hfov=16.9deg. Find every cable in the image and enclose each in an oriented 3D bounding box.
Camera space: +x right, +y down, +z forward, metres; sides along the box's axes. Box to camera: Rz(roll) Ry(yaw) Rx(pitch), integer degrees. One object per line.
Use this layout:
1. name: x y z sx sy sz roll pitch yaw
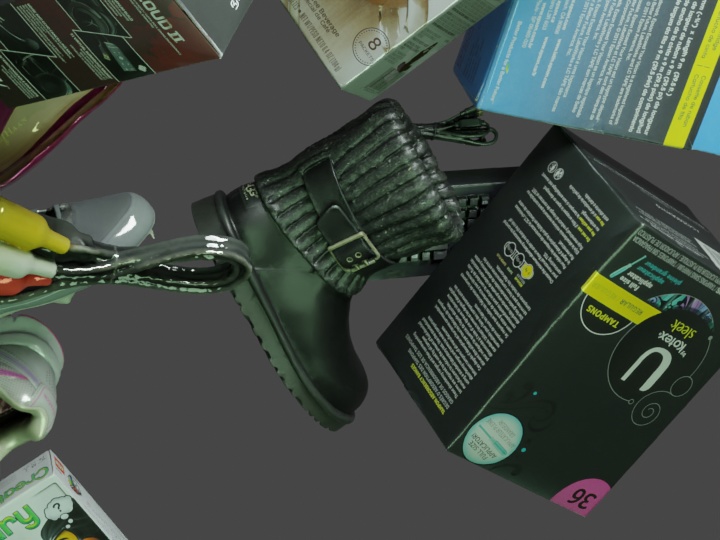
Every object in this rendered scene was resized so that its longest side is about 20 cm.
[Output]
1. cable: -0.170 0.003 1.500 0.199 0.050 0.097 14 132 -18

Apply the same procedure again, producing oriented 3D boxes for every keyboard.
1. keyboard: 0.027 -0.048 1.626 0.199 0.021 0.127 -6 120 -13

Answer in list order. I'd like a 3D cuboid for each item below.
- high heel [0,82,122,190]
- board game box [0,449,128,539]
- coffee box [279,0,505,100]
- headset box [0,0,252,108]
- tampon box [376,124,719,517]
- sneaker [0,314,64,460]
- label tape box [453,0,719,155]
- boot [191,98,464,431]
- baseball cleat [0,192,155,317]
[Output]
1. high heel: -0.167 -0.118 1.488 0.200 0.096 0.067 -40 121 9
2. board game box: -0.262 0.226 1.693 0.200 0.035 0.126 -33 121 5
3. coffee box: 0.046 -0.209 1.468 0.200 0.080 0.115 -37 80 11
4. headset box: -0.125 -0.183 1.378 0.200 0.149 0.077 -8 134 40
5. tampon box: 0.142 0.037 1.630 0.150 0.126 0.200 27 109 -38
6. sneaker: -0.286 0.102 1.585 0.200 0.088 0.081 -26 122 0
7. label tape box: 0.178 -0.163 1.576 0.199 0.063 0.145 10 115 -20
8. boot: 0.000 0.001 1.592 0.157 0.080 0.211 -26 128 4
9. baseball cleat: -0.233 -0.016 1.544 0.200 0.070 0.107 -28 123 0
